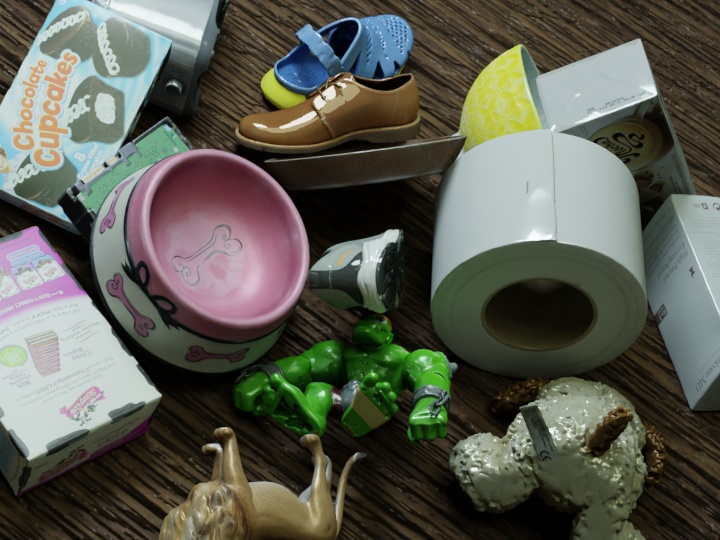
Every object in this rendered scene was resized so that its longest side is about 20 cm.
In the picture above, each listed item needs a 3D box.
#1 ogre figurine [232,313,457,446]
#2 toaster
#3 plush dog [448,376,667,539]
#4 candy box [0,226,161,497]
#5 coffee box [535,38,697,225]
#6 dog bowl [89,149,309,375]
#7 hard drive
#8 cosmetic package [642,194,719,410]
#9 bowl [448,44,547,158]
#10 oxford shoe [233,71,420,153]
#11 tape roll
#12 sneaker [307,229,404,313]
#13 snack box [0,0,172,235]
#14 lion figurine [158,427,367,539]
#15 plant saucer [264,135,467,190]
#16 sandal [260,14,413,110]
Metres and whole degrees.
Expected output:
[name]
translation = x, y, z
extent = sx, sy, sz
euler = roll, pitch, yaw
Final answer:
[ogre figurine]
translation = -0.003, 0.100, 1.413
extent = 0.120, 0.199, 0.099
euler = -41, 111, -56
[toaster]
translation = -0.201, -0.257, 1.619
extent = 0.128, 0.114, 0.201
euler = 17, 49, -7
[plush dog]
translation = 0.198, 0.153, 1.453
extent = 0.199, 0.161, 0.172
euler = 29, 24, 2
[candy box]
translation = -0.279, 0.072, 1.350
extent = 0.136, 0.061, 0.200
euler = -24, 65, -37
[coffee box]
translation = 0.264, -0.130, 1.645
extent = 0.112, 0.200, 0.080
euler = -19, 54, 13
[dog bowl]
translation = -0.131, -0.016, 1.405
extent = 0.199, 0.074, 0.202
euler = 15, 60, -28
[hard drive]
translation = -0.162, -0.024, 1.459
extent = 0.200, 0.038, 0.140
euler = 51, 49, -5
[cosmetic package]
translation = 0.351, 0.032, 1.634
extent = 0.073, 0.102, 0.201
euler = 2, 51, -21
[bowl]
translation = 0.151, -0.117, 1.646
extent = 0.107, 0.200, 0.202
euler = -20, 53, 13
[oxford shoe]
translation = -0.034, -0.164, 1.628
extent = 0.198, 0.072, 0.071
euler = -12, 32, -20
[tape roll]
translation = 0.166, -0.011, 1.519
extent = 0.201, 0.203, 0.140
euler = 15, 49, -12
[sneaker]
translation = 0.000, 0.000, 1.473
extent = 0.078, 0.200, 0.075
euler = -1, 90, 9
[snack box]
translation = -0.268, -0.147, 1.494
extent = 0.115, 0.037, 0.201
euler = 24, 75, -2
[lion figurine]
translation = -0.074, 0.200, 1.331
extent = 0.198, 0.072, 0.124
euler = 4, 62, -27
[plant saucer]
translation = 0.007, -0.103, 1.561
extent = 0.199, 0.200, 0.035
euler = -11, 96, -30
[sandal]
translation = -0.013, -0.231, 1.699
extent = 0.079, 0.087, 0.199
euler = 44, 47, 17
